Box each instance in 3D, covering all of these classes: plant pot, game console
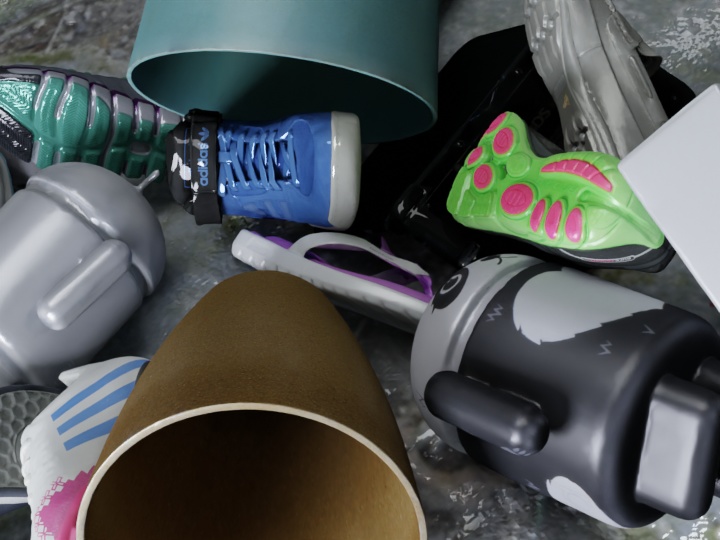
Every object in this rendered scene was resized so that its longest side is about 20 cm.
[{"bbox_3d":[-0.039,-0.186,1.174,0.200,0.200,0.162,2,78,27],"label":"plant pot"},{"bbox_3d":[0.095,-0.069,1.208,0.176,0.116,0.200,35,68,10],"label":"game console"},{"bbox_3d":[-0.056,0.092,1.040,0.186,0.187,0.200,-16,31,11],"label":"plant pot"}]

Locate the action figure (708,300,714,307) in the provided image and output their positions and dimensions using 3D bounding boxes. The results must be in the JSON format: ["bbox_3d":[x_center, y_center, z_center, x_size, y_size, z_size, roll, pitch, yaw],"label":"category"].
[{"bbox_3d":[0.284,-0.040,1.063,0.200,0.134,0.149,-43,88,2],"label":"action figure"}]

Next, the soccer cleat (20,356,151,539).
[{"bbox_3d":[-0.169,0.126,1.075,0.086,0.070,0.200,-3,34,15],"label":"soccer cleat"}]

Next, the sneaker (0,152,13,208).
[{"bbox_3d":[-0.302,-0.015,1.268,0.076,0.081,0.201,-1,67,28],"label":"sneaker"}]

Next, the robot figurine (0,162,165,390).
[{"bbox_3d":[-0.209,0.008,1.213,0.200,0.113,0.169,-49,25,-20],"label":"robot figurine"}]

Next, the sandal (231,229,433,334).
[{"bbox_3d":[-0.004,-0.002,1.143,0.202,0.082,0.050,20,85,38],"label":"sandal"}]

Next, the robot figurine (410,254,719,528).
[{"bbox_3d":[0.121,0.063,0.999,0.200,0.150,0.125,22,75,37],"label":"robot figurine"}]

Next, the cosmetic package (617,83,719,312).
[{"bbox_3d":[0.231,0.003,0.949,0.071,0.101,0.200,-40,75,24],"label":"cosmetic package"}]

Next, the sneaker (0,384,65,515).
[{"bbox_3d":[-0.268,0.140,1.147,0.202,0.146,0.077,-15,75,-41],"label":"sneaker"}]

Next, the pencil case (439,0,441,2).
[{"bbox_3d":[0.023,-0.229,1.338,0.092,0.085,0.200,20,61,24],"label":"pencil case"}]

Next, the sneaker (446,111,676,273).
[{"bbox_3d":[0.114,-0.036,1.054,0.077,0.084,0.200,-55,27,2],"label":"sneaker"}]

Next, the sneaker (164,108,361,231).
[{"bbox_3d":[-0.067,-0.065,1.160,0.111,0.077,0.200,2,2,-13],"label":"sneaker"}]

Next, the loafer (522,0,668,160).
[{"bbox_3d":[0.153,-0.128,1.143,0.069,0.070,0.201,-10,75,-16],"label":"loafer"}]

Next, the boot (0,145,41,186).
[{"bbox_3d":[-0.286,-0.062,1.358,0.132,0.070,0.200,-49,47,-7],"label":"boot"}]

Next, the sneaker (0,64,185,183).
[{"bbox_3d":[-0.175,-0.110,1.293,0.199,0.075,0.088,16,32,-16],"label":"sneaker"}]
